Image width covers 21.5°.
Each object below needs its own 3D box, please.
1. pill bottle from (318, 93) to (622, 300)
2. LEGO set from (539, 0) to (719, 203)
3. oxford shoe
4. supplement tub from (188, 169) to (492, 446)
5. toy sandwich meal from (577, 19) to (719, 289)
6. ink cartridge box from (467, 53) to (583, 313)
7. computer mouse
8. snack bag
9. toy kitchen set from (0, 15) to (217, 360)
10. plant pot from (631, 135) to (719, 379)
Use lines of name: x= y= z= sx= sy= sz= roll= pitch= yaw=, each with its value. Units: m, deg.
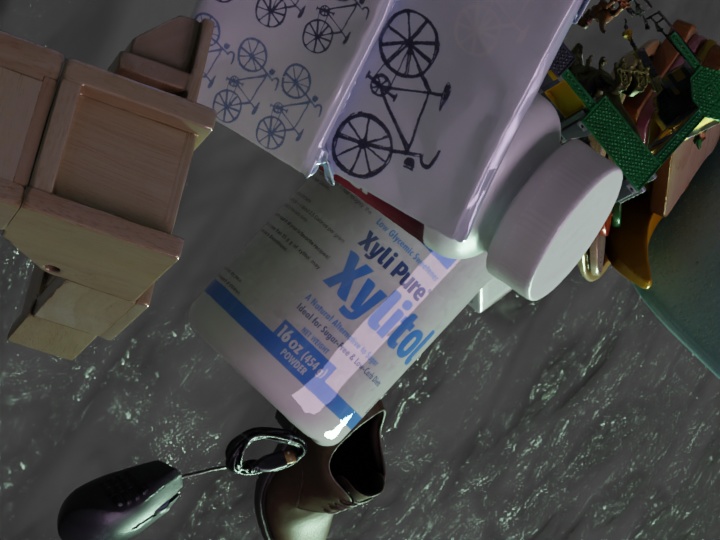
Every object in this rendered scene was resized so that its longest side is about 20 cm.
pill bottle: x=0.045 y=-0.076 z=1.096 sx=0.110 sy=0.200 sz=0.110 roll=-47 pitch=161 yaw=-21
LEGO set: x=0.129 y=-0.121 z=1.228 sx=0.116 sy=0.200 sz=0.154 roll=-27 pitch=-157 yaw=54
oxford shoe: x=-0.026 y=0.157 z=1.405 sx=0.073 sy=0.084 sz=0.200 roll=-28 pitch=146 yaw=-36
supplement tub: x=0.000 y=0.000 z=1.211 sx=0.200 sy=0.132 sz=0.132 roll=-48 pitch=151 yaw=-3
toy sandwich meal: x=0.216 y=-0.081 z=1.413 sx=0.205 sy=0.070 sz=0.206 roll=17 pitch=90 yaw=-72
ink cartridge box: x=0.106 y=-0.070 z=1.354 sx=0.109 sy=0.050 sz=0.200 roll=-37 pitch=147 yaw=-21
computer mouse: x=-0.116 y=0.151 z=1.302 sx=0.200 sy=0.034 sz=0.059 roll=-16 pitch=137 yaw=-33
snack bag: x=0.008 y=-0.129 z=1.016 sx=0.189 sy=0.200 sz=0.021 roll=-64 pitch=169 yaw=24
toy kitchen set: x=-0.179 y=-0.077 z=0.963 sx=0.200 sy=0.180 sz=0.164 roll=143 pitch=-38 yaw=-62
plant pot: x=0.320 y=-0.017 z=1.542 sx=0.197 sy=0.200 sz=0.196 roll=-53 pitch=155 yaw=7
